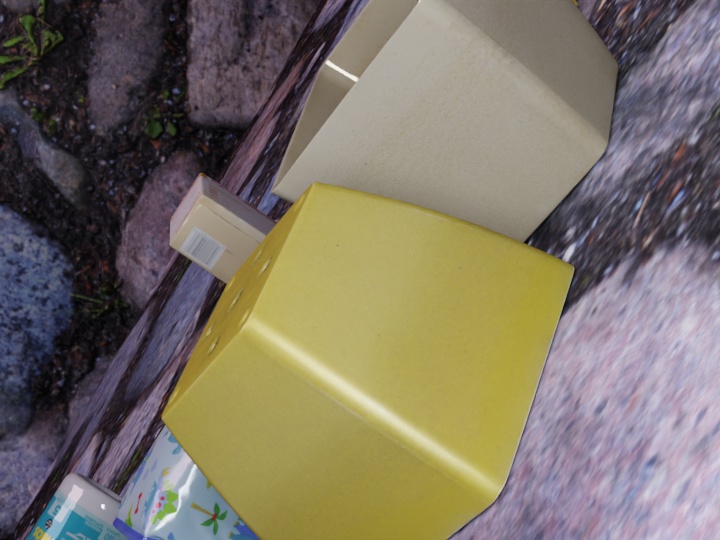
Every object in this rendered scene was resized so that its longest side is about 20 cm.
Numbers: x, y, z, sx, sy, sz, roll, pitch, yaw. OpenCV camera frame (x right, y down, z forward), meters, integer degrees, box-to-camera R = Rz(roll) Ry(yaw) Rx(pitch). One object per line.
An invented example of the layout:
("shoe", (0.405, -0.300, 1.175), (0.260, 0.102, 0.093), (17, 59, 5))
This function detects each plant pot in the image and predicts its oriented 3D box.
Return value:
("plant pot", (-0.008, 0.066, 1.196), (0.200, 0.176, 0.200), (-47, 15, 47))
("plant pot", (0.077, -0.125, 1.360), (0.200, 0.177, 0.200), (-51, 13, 34))

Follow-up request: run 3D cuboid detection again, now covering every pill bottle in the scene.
("pill bottle", (-0.329, 0.335, 2.078), (0.200, 0.111, 0.111), (-59, 10, -5))

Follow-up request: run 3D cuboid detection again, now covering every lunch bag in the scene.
("lunch bag", (-0.125, 0.169, 1.577), (0.170, 0.127, 0.200), (-59, 20, -10))

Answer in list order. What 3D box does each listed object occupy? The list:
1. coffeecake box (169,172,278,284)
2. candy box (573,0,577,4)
("coffeecake box", (-0.140, -0.032, 2.164), (0.073, 0.153, 0.200), (-56, 10, 5))
("candy box", (0.122, -0.161, 1.688), (0.200, 0.026, 0.102), (-58, 14, -3))
